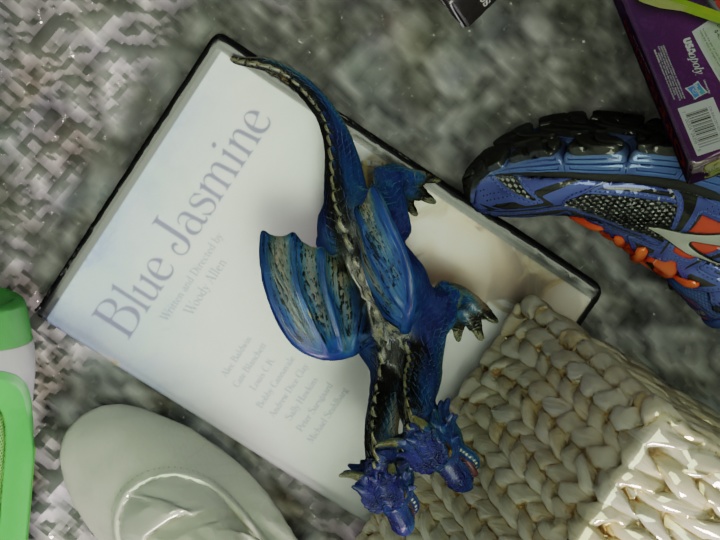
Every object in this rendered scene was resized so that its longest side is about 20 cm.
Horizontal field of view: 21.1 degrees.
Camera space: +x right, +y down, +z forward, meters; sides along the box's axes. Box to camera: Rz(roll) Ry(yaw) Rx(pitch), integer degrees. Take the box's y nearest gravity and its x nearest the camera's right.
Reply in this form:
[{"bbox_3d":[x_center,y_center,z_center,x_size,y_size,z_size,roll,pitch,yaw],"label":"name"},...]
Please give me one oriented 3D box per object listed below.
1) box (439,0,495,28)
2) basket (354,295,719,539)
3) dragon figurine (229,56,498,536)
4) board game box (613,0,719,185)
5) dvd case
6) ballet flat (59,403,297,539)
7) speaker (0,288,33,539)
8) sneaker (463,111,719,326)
[{"bbox_3d":[0.065,-0.213,0.754,0.200,0.036,0.143,-44,71,6],"label":"box"},{"bbox_3d":[0.117,0.139,0.757,0.200,0.198,0.161,33,94,-15],"label":"basket"},{"bbox_3d":[0.000,0.000,0.756,0.059,0.099,0.201,-23,92,21],"label":"dragon figurine"},{"bbox_3d":[0.149,-0.143,0.759,0.120,0.032,0.201,-19,72,3],"label":"board game box"},{"bbox_3d":[-0.017,0.012,0.825,0.200,0.018,0.143,33,97,-8],"label":"dvd case"},{"bbox_3d":[-0.051,0.138,0.821,0.069,0.069,0.200,-40,99,4],"label":"ballet flat"},{"bbox_3d":[-0.182,0.108,0.791,0.088,0.088,0.201,6,99,-4],"label":"speaker"},{"bbox_3d":[0.140,-0.016,0.796,0.199,0.075,0.079,9,102,-3],"label":"sneaker"}]
